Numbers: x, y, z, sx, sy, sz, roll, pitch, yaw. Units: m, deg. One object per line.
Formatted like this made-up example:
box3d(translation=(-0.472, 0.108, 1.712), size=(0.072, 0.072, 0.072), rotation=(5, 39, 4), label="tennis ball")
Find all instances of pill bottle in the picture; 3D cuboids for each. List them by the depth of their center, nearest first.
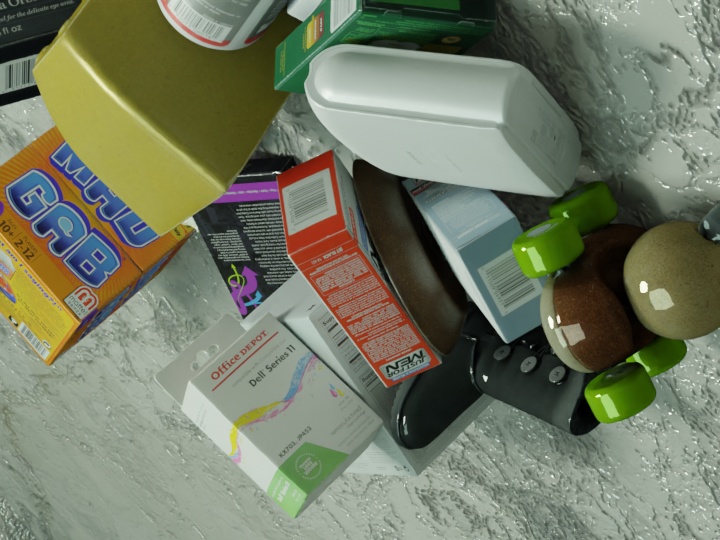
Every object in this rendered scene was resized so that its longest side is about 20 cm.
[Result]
box3d(translation=(-0.091, -0.284, 1.518), size=(0.114, 0.114, 0.200), rotation=(48, 143, 1), label="pill bottle")

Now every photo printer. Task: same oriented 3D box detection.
box3d(translation=(0.061, -0.122, 1.457), size=(0.199, 0.070, 0.166), rotation=(10, 167, 28), label="photo printer")

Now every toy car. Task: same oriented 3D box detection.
box3d(translation=(0.252, 0.003, 1.417), size=(0.200, 0.158, 0.165), rotation=(-21, 102, 35), label="toy car")

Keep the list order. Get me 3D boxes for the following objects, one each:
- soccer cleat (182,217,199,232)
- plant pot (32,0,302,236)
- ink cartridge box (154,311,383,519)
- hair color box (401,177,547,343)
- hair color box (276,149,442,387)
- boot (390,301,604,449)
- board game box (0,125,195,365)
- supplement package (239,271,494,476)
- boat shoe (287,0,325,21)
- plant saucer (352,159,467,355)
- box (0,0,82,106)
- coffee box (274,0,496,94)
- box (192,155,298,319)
box3d(translation=(-0.185, -0.071, 2.002), size=(0.200, 0.078, 0.069), rotation=(46, 154, 4), label="soccer cleat")
box3d(translation=(-0.187, -0.182, 1.668), size=(0.200, 0.196, 0.194), rotation=(36, 156, -14), label="plant pot")
box3d(translation=(-0.092, 0.126, 1.737), size=(0.200, 0.117, 0.067), rotation=(42, 151, 10), label="ink cartridge box")
box3d(translation=(0.103, -0.024, 1.552), size=(0.099, 0.060, 0.200), rotation=(60, 179, -22), label="hair color box")
box3d(translation=(0.000, 0.000, 1.628), size=(0.200, 0.064, 0.111), rotation=(56, -164, -42), label="hair color box")
box3d(translation=(0.139, 0.120, 1.681), size=(0.200, 0.165, 0.066), rotation=(20, 164, 44), label="boot")
box3d(translation=(-0.349, -0.043, 2.152), size=(0.200, 0.200, 0.200), rotation=(49, 154, -1), label="board game box")
box3d(translation=(0.015, 0.084, 1.824), size=(0.200, 0.151, 0.152), rotation=(56, 153, -15), label="supplement package")
box3d(translation=(0.003, -0.248, 1.490), size=(0.068, 0.072, 0.200), rotation=(28, 155, -13), label="boat shoe")
box3d(translation=(0.053, -0.020, 1.660), size=(0.201, 0.037, 0.201), rotation=(59, -167, -23), label="plant saucer")
box3d(translation=(-0.363, -0.279, 1.796), size=(0.201, 0.196, 0.118), rotation=(63, 158, 21), label="box")
box3d(translation=(0.016, -0.193, 1.493), size=(0.200, 0.122, 0.044), rotation=(148, 124, -64), label="coffee box")
box3d(translation=(-0.099, -0.030, 1.929), size=(0.142, 0.036, 0.201), rotation=(-2, 126, 32), label="box")
